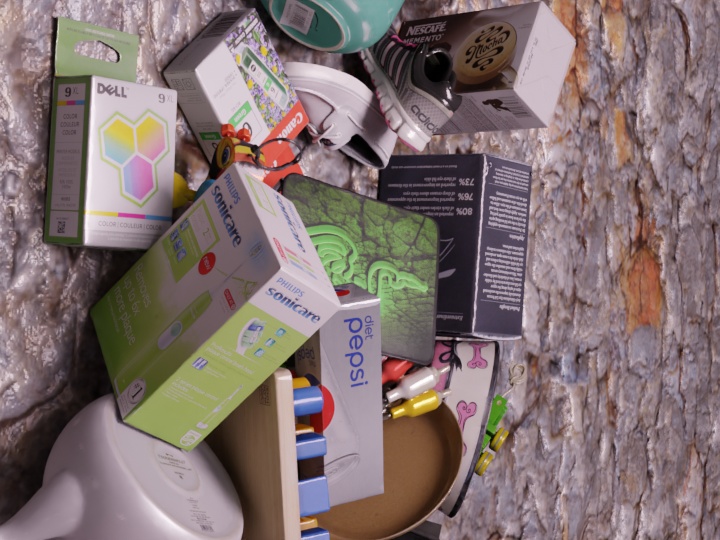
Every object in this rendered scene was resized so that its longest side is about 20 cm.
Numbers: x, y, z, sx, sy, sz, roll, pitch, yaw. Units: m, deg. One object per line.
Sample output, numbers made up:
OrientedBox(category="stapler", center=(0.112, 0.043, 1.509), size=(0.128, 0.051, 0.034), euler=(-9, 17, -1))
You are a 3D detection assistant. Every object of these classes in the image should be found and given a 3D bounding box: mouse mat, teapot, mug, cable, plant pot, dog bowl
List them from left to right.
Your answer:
OrientedBox(category="teapot", center=(-0.207, 0.216, 1.302), size=(0.200, 0.146, 0.198), euler=(43, 16, -15))
OrientedBox(category="mug", center=(-0.022, -0.282, 1.499), size=(0.185, 0.151, 0.115), euler=(49, 58, -40))
OrientedBox(category="mouse mat", center=(0.000, 0.000, 1.488), size=(0.198, 0.007, 0.163), euler=(15, 69, -31))
OrientedBox(category="cable", center=(0.005, 0.137, 1.499), size=(0.199, 0.050, 0.098), euler=(-37, 111, -27))
OrientedBox(category="plant pot", center=(0.013, 0.201, 1.532), size=(0.201, 0.198, 0.028), euler=(-59, 145, -31))
OrientedBox(category="dog bowl", center=(0.094, 0.167, 1.657), size=(0.200, 0.073, 0.203), euler=(-165, -90, -88))

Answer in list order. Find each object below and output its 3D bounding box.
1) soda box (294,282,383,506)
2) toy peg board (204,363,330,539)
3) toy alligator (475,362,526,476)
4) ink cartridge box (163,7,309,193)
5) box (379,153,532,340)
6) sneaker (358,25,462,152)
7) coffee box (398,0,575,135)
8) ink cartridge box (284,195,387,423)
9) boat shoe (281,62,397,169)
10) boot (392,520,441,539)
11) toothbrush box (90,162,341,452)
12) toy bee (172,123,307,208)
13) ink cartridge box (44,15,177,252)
OrientedBox(category="soda box", center=(-0.021, 0.119, 1.425), size=(0.067, 0.063, 0.203), euler=(-9, 107, -25))
OrientedBox(category="toy peg board", center=(-0.080, 0.176, 1.394), size=(0.097, 0.198, 0.203), euler=(-7, 97, -31))
OrientedBox(category="toy alligator", center=(0.149, 0.194, 1.815), size=(0.200, 0.059, 0.055), euler=(-51, 170, -38))
OrientedBox(category="ink cartridge box", center=(-0.107, -0.145, 1.479), size=(0.109, 0.050, 0.201), euler=(-52, 128, -36))
OrientedBox(category="box", center=(0.102, -0.026, 1.670), size=(0.104, 0.147, 0.203), euler=(6, 88, -51))
OrientedBox(category="sneaker", center=(0.058, -0.215, 1.590), size=(0.074, 0.087, 0.201), euler=(41, 21, -41))
OrientedBox(category="coffee box", center=(0.125, -0.220, 1.648), size=(0.080, 0.198, 0.114), euler=(38, 64, -41))
OrientedBox(category="ink cartridge box", center=(-0.042, 0.043, 1.541), size=(0.145, 0.083, 0.202), euler=(-50, 129, -35))
OrientedBox(category="boat shoe", center=(-0.026, -0.160, 1.573), size=(0.200, 0.071, 0.070), euler=(30, 66, -58))
OrientedBox(category="boot", center=(0.019, 0.345, 1.635), size=(0.210, 0.079, 0.160), euler=(25, 72, -49))
OrientedBox(category="toothbrush box", center=(-0.131, 0.033, 1.303), size=(0.200, 0.146, 0.086), euler=(-42, 134, 15))
OrientedBox(category="toy bee", center=(-0.116, -0.077, 1.401), size=(0.131, 0.199, 0.110), euler=(37, 28, -40))
OrientedBox(category="ink cartridge box", center=(-0.221, -0.120, 1.331), size=(0.103, 0.059, 0.203), euler=(4, 89, -51))
